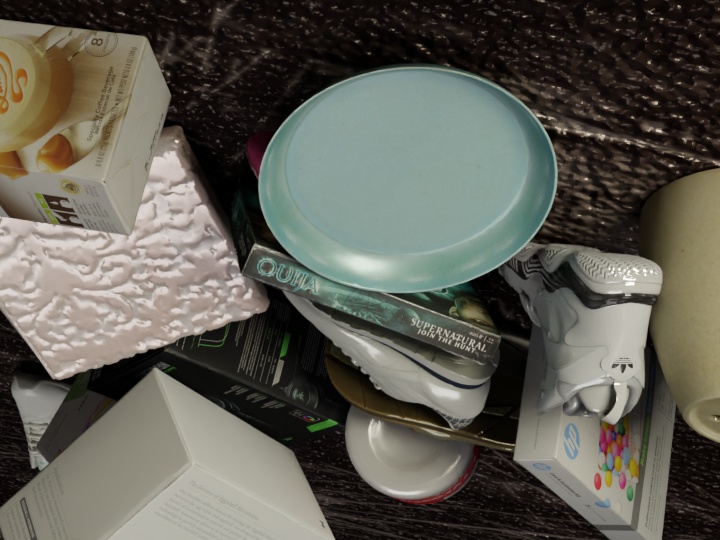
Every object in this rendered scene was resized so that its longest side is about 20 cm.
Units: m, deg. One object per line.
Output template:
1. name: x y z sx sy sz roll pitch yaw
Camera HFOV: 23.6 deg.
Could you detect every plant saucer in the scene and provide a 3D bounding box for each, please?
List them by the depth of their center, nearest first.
1. plant saucer: 0.031 -0.064 1.149 0.198 0.028 0.201 -2 136 -2

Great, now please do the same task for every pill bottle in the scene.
1. pill bottle: 0.052 0.152 1.549 0.111 0.113 0.200 9 172 9

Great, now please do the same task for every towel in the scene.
1. towel: -0.192 -0.012 1.323 0.198 0.032 0.192 -18 131 11

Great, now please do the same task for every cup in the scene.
1. cup: 0.280 0.041 1.179 0.198 0.144 0.201 11 157 5

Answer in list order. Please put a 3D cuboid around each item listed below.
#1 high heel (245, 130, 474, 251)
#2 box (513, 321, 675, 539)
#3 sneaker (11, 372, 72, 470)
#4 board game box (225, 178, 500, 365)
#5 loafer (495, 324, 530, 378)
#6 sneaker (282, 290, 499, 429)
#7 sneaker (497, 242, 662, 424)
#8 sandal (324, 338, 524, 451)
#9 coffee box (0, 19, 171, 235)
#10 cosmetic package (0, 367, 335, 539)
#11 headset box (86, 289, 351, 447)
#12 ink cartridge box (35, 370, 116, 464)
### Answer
1. high heel: 0.017 -0.060 1.211 0.199 0.068 0.096 25 143 -35
2. box: 0.192 0.116 1.373 0.041 0.157 0.200 -7 148 33
3. sneaker: -0.330 0.172 1.863 0.070 0.081 0.201 9 154 14
4. board game box: 0.000 0.000 1.279 0.199 0.028 0.135 21 -162 -17
5. loafer: 0.150 0.099 1.463 0.199 0.070 0.070 25 162 -23
6. sneaker: 0.013 0.053 1.359 0.199 0.076 0.081 33 140 16
7. sneaker: 0.145 0.041 1.220 0.074 0.116 0.200 5 -176 -18
8. sandal: 0.061 0.102 1.411 0.199 0.081 0.054 19 159 12
9. coffee box: -0.243 -0.103 1.176 0.198 0.115 0.080 7 156 12
10. cosmetic package: -0.167 0.221 1.489 0.200 0.123 0.199 -40 136 12
11. headset box: -0.115 0.084 1.541 0.199 0.093 0.174 25 154 -25
12. ink cartridge box: -0.230 0.169 1.662 0.067 0.118 0.200 32 178 -33
